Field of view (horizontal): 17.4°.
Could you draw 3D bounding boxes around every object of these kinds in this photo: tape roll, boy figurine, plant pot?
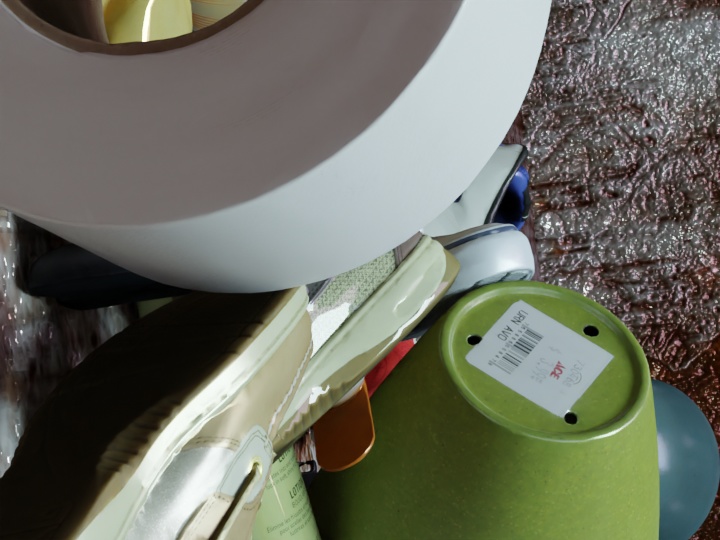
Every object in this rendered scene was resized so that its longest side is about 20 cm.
[{"bbox_3d":[-0.048,-0.101,0.695,0.139,0.201,0.205,40,43,-78],"label":"tape roll"},{"bbox_3d":[-0.093,-0.091,0.839,0.124,0.064,0.202,27,56,-79],"label":"boy figurine"},{"bbox_3d":[0.262,0.200,2.479,0.161,0.199,0.202,24,58,-64],"label":"plant pot"},{"bbox_3d":[0.058,0.108,1.045,0.188,0.185,0.201,-88,-171,-46],"label":"plant pot"}]

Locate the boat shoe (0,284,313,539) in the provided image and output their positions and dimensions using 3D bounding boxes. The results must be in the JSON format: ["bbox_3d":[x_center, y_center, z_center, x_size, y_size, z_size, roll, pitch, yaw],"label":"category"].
[{"bbox_3d":[-0.067,0.073,0.718,0.200,0.074,0.067,-51,123,-45],"label":"boat shoe"}]

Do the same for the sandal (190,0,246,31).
[{"bbox_3d":[-0.034,-0.105,0.930,0.207,0.059,0.079,47,-6,-34],"label":"sandal"}]

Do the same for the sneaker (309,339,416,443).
[{"bbox_3d":[-0.007,0.029,1.314,0.200,0.076,0.085,-94,162,-63],"label":"sneaker"}]

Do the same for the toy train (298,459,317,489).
[{"bbox_3d":[-0.024,0.188,1.147,0.046,0.034,0.201,75,12,-59],"label":"toy train"}]

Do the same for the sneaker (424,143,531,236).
[{"bbox_3d":[0.024,-0.048,1.226,0.081,0.114,0.200,100,-27,-47],"label":"sneaker"}]

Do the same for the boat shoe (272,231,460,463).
[{"bbox_3d":[-0.049,0.040,0.822,0.066,0.201,0.072,47,-30,3],"label":"boat shoe"}]

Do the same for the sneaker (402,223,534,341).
[{"bbox_3d":[0.000,0.000,1.081,0.073,0.199,0.071,-9,82,-40],"label":"sneaker"}]

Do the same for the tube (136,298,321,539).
[{"bbox_3d":[-0.062,0.042,0.983,0.058,0.052,0.202,23,-49,65],"label":"tube"}]

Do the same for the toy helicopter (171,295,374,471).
[{"bbox_3d":[-0.014,-0.006,0.963,0.200,0.078,0.133,-44,118,-53],"label":"toy helicopter"}]
